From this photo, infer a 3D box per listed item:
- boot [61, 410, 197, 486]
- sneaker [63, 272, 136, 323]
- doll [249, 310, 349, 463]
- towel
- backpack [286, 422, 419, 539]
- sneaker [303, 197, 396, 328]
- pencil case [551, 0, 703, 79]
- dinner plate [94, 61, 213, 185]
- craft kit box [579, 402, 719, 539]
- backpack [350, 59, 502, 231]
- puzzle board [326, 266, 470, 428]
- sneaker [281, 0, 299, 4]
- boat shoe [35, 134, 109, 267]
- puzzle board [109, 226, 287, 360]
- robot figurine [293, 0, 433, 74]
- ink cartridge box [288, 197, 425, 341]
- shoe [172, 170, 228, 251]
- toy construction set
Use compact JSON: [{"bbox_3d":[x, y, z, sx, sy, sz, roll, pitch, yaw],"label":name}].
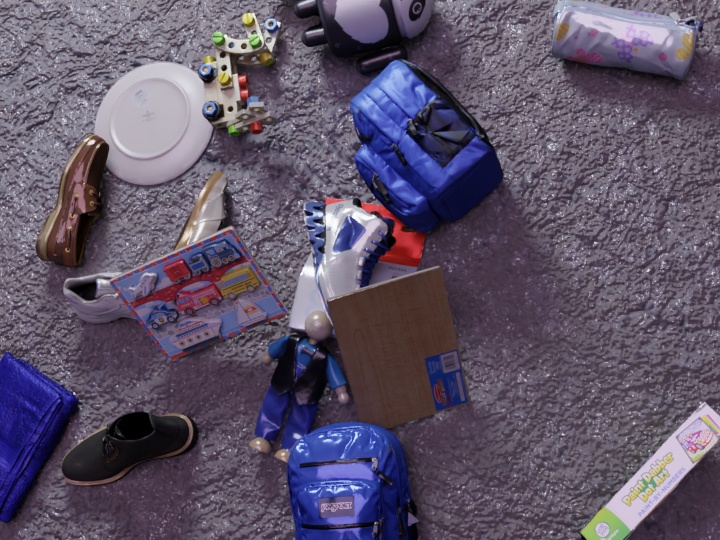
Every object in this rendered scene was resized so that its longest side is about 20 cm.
[{"bbox_3d":[-0.334,0.229,1.310,0.198,0.138,0.078,-23,72,6],"label":"boot"},{"bbox_3d":[-0.328,0.036,1.389,0.197,0.087,0.076,-7,71,9],"label":"sneaker"},{"bbox_3d":[-0.078,0.151,1.303,0.135,0.048,0.203,19,94,16],"label":"doll"},{"bbox_3d":[-0.507,0.234,1.393,0.146,0.050,0.202,28,82,17],"label":"towel"},{"bbox_3d":[-0.009,0.289,1.206,0.160,0.168,0.203,-5,80,4],"label":"backpack"},{"bbox_3d":[-0.004,-0.016,1.292,0.113,0.081,0.202,-17,68,8],"label":"sneaker"},{"bbox_3d":[0.360,-0.318,1.335,0.197,0.091,0.084,13,78,16],"label":"pencil case"},{"bbox_3d":[-0.318,-0.229,1.494,0.197,0.024,0.203,-3,73,11],"label":"dinner plate"},{"bbox_3d":[0.334,0.250,1.127,0.197,0.200,0.049,-43,69,-2],"label":"craft kit box"},{"bbox_3d":[0.071,-0.170,1.310,0.167,0.163,0.201,-38,72,-1],"label":"backpack"},{"bbox_3d":[0.051,0.104,1.254,0.148,0.017,0.203,-16,114,-2],"label":"puzzle board"},{"bbox_3d":[-0.058,-0.464,1.478,0.197,0.075,0.088,-12,60,2],"label":"sneaker"},{"bbox_3d":[-0.413,-0.101,1.457,0.067,0.072,0.203,19,86,11],"label":"boat shoe"},{"bbox_3d":[-0.218,0.037,1.322,0.198,0.152,0.017,-21,30,18],"label":"puzzle board"},{"bbox_3d":[0.006,-0.380,1.409,0.197,0.151,0.126,-13,56,9],"label":"robot figurine"},{"bbox_3d":[0.000,0.000,1.348,0.158,0.047,0.203,9,79,15],"label":"ink cartridge box"},{"bbox_3d":[-0.227,-0.054,1.393,0.053,0.070,0.202,28,58,-10],"label":"shoe"},{"bbox_3d":[-0.173,-0.277,1.445,0.129,0.092,0.203,-10,62,9],"label":"toy construction set"}]
